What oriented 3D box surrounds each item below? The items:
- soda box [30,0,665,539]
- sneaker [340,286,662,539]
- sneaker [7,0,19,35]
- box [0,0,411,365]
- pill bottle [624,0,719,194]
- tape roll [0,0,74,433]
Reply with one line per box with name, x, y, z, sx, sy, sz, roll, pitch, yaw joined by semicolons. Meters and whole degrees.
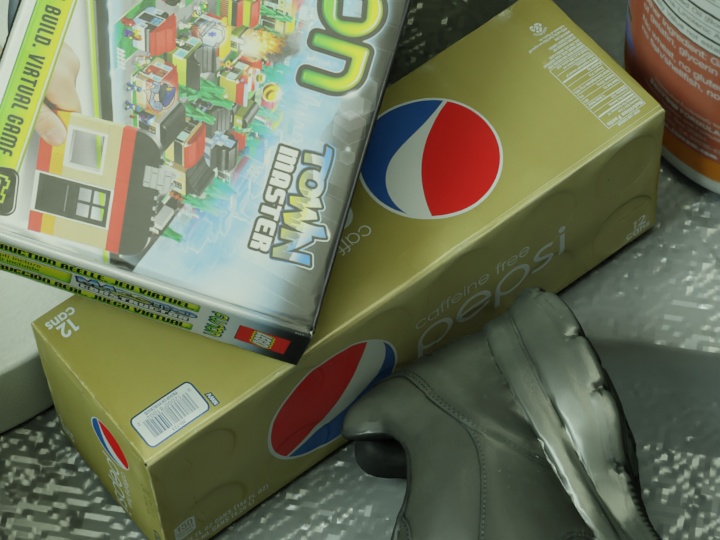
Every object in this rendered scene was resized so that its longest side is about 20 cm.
soda box;0.000;0.000;0.826;0.200;0.068;0.064;-34;62;-17
sneaker;0.056;0.102;0.767;0.091;0.076;0.200;-23;52;0
sneaker;-0.040;-0.112;0.864;0.078;0.066;0.200;17;33;20
box;-0.040;-0.084;0.782;0.110;0.035;0.201;17;72;-5
pill bottle;0.140;-0.116;0.815;0.112;0.200;0.113;-1;57;2
tape roll;-0.157;-0.032;0.873;0.202;0.037;0.203;-1;57;1
